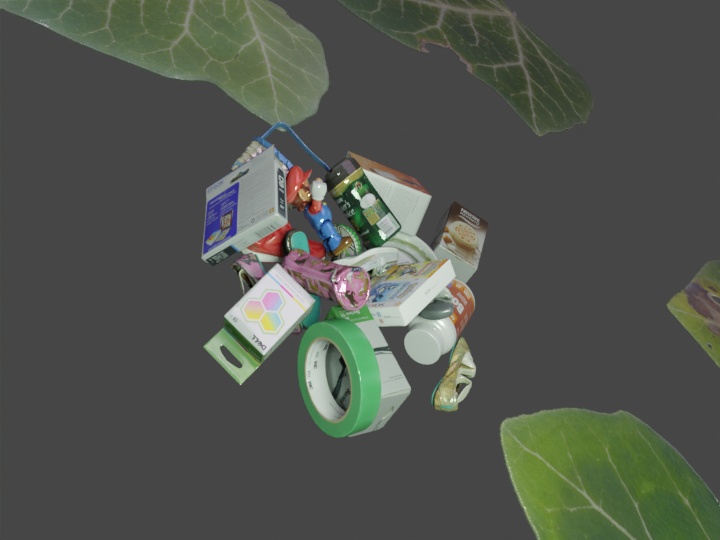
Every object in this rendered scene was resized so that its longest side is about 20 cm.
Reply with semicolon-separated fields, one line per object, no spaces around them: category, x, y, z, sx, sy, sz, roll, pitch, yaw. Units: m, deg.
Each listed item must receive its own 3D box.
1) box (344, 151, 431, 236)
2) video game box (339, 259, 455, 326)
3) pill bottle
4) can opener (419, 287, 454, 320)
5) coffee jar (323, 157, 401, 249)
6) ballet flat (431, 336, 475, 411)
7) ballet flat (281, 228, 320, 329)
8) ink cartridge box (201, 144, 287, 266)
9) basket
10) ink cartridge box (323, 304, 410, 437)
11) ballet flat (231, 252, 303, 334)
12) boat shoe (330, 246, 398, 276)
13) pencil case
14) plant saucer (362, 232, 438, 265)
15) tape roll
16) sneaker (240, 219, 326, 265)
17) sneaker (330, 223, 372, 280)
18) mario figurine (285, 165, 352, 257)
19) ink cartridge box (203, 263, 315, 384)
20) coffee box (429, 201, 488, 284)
box;0.048;-0.185;1.770;0.195;0.109;0.153;19;17;-19
video game box;0.070;0.047;1.492;0.199;0.179;0.048;-40;116;-43
pill bottle;0.170;0.111;1.607;0.111;0.113;0.200;37;40;4
can opener;0.101;0.075;1.541;0.053;0.195;0.067;58;34;-32
coffee jar;0.000;-0.147;1.622;0.085;0.104;0.202;-37;95;-14
ballet flat;0.208;0.221;1.560;0.070;0.071;0.201;34;44;0
ballet flat;-0.123;0.017;1.509;0.066;0.068;0.207;-8;93;-33
ink cartridge box;-0.236;-0.133;1.503;0.043;0.195;0.204;40;31;-42
basket;-0.186;-0.222;1.644;0.176;0.140;0.199;44;66;10
ink cartridge box;-0.007;0.185;1.389;0.081;0.148;0.203;-7;55;-36
ballet flat;-0.191;0.056;1.452;0.070;0.070;0.202;-26;70;-27
boat shoe;0.000;0.000;1.542;0.198;0.074;0.066;-16;83;-34
pencil case;-0.068;0.015;1.390;0.082;0.088;0.198;-33;31;-30
plant saucer;0.089;-0.020;1.715;0.195;0.051;0.203;17;38;-14
tape roll;-0.041;0.191;1.317;0.047;0.202;0.203;-7;55;-37
sneaker;-0.147;-0.074;1.552;0.196;0.118;0.079;-1;34;-35
sneaker;-0.038;-0.021;1.616;0.083;0.079;0.203;0;52;-33
mario figurine;-0.081;-0.136;1.551;0.202;0.122;0.106;56;39;-11
ink cartridge box;-0.185;0.097;1.360;0.103;0.060;0.200;41;65;7
coffee box;0.242;-0.067;1.851;0.113;0.080;0.202;30;41;-6
